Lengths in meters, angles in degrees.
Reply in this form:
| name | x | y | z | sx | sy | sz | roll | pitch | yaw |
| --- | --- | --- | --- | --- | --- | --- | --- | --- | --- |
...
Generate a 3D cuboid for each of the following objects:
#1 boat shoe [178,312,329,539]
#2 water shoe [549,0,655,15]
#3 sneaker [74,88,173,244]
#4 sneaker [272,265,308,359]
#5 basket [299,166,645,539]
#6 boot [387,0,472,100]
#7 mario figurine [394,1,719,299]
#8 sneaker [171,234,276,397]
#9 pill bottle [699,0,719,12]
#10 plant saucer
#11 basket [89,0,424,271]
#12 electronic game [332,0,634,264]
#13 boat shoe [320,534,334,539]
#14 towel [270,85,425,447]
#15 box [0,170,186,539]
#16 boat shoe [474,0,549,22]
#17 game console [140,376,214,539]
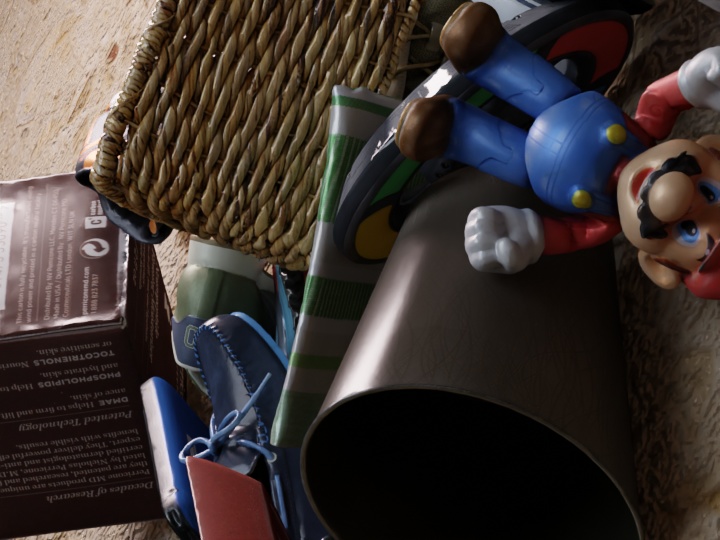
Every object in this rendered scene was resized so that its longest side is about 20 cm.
| name | x | y | z | sx | sy | sz | roll | pitch | yaw |
| --- | --- | --- | --- | --- | --- | --- | --- | --- | --- |
| boat shoe | -0.056 | 0.114 | 1.495 | 0.200 | 0.069 | 0.084 | 61 | 153 | 25 |
| water shoe | 0.115 | -0.184 | 1.353 | 0.200 | 0.071 | 0.079 | 24 | -116 | -79 |
| sneaker | -0.098 | -0.062 | 1.732 | 0.112 | 0.200 | 0.078 | -64 | -32 | -45 |
| sneaker | -0.036 | 0.053 | 1.612 | 0.096 | 0.079 | 0.200 | -50 | 28 | 43 |
| basket | 0.064 | 0.049 | 1.286 | 0.136 | 0.180 | 0.200 | -40 | 25 | 34 |
| boot | 0.040 | -0.132 | 1.606 | 0.200 | 0.072 | 0.155 | -112 | 43 | -66 |
| mario figurine | 0.115 | -0.054 | 1.218 | 0.106 | 0.200 | 0.124 | -45 | -26 | -44 |
| sneaker | -0.086 | 0.041 | 1.663 | 0.200 | 0.067 | 0.090 | 59 | -137 | -77 |
| pill bottle | 0.217 | -0.222 | 1.224 | 0.200 | 0.113 | 0.113 | -55 | 25 | 29 |
| plant saucer | -0.028 | 0.217 | 1.356 | 0.037 | 0.200 | 0.200 | -23 | 31 | 3 |
| basket | -0.067 | -0.115 | 1.529 | 0.143 | 0.149 | 0.200 | -169 | 100 | -79 |
| electronic game | 0.067 | -0.073 | 1.386 | 0.042 | 0.200 | 0.200 | 51 | 129 | 16 |
| boat shoe | 0.002 | 0.174 | 1.297 | 0.071 | 0.091 | 0.200 | -30 | -2 | -1 |
| towel | 0.000 | 0.000 | 1.464 | 0.153 | 0.023 | 0.200 | 7 | -85 | -67 |
| box | -0.220 | 0.059 | 1.809 | 0.166 | 0.164 | 0.200 | -94 | -6 | -46 |
| boat shoe | 0.102 | -0.213 | 1.518 | 0.200 | 0.071 | 0.091 | -101 | 34 | -57 |
| game console | -0.111 | 0.191 | 1.601 | 0.118 | 0.171 | 0.200 | -37 | 23 | 6 |
